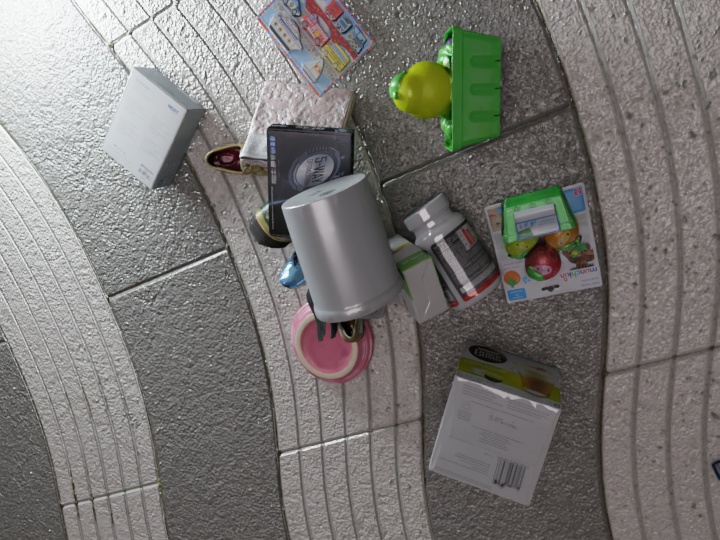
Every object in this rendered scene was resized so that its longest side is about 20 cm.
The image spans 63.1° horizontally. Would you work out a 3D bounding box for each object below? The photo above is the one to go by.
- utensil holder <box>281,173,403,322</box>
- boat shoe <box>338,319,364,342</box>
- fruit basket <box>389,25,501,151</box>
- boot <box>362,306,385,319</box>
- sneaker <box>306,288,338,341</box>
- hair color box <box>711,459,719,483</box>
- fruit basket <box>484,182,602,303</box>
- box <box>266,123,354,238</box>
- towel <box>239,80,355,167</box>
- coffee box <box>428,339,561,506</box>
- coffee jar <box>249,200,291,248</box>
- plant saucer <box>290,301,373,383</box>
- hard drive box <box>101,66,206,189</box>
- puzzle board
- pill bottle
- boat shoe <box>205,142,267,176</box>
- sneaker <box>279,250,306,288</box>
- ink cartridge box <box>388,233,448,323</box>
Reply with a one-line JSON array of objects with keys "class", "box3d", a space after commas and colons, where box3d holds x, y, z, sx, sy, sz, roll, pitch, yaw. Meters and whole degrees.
[{"class": "utensil holder", "box3d": [-0.031, -0.042, 1.006, 0.165, 0.170, 0.205, -12, 109, 20]}, {"class": "boat shoe", "box3d": [-0.028, 0.046, 1.217, 0.073, 0.068, 0.206, -13, 82, 4]}, {"class": "fruit basket", "box3d": [0.146, -0.317, 1.039, 0.208, 0.156, 0.223, 0, 105, 2]}, {"class": "boot", "box3d": [0.000, 0.000, 1.179, 0.072, 0.094, 0.206, -18, 72, 35]}, {"class": "sneaker", "box3d": [-0.082, 0.028, 1.160, 0.104, 0.059, 0.205, -49, 57, 56]}, {"class": "hair color box", "box3d": [0.768, 0.362, 1.073, 0.199, 0.060, 0.101, -40, 90, 22]}, {"class": "fruit basket", "box3d": [0.339, -0.043, 1.087, 0.180, 0.094, 0.206, -11, 104, 20]}, {"class": "box", "box3d": [-0.092, -0.160, 1.083, 0.155, 0.044, 0.206, 6, 114, 6]}, {"class": "towel", "box3d": [-0.124, -0.284, 1.151, 0.194, 0.032, 0.196, 11, 71, 13]}, {"class": "coffee box", "box3d": [0.264, 0.284, 1.142, 0.194, 0.198, 0.206, 16, 107, 14]}, {"class": "coffee jar", "box3d": [-0.139, -0.133, 1.210, 0.200, 0.104, 0.086, -44, 74, 24]}, {"class": "plant saucer", "box3d": [-0.069, 0.159, 1.296, 0.194, 0.051, 0.207, 5, 105, 17]}, {"class": "hard drive box", "box3d": [-0.453, -0.309, 1.280, 0.155, 0.077, 0.202, 37, 113, 5]}, {"class": "puzzle board", "box3d": [-0.087, -0.463, 1.130, 0.150, 0.017, 0.201, -40, 90, 7]}, {"class": "pill bottle", "box3d": [0.174, -0.037, 1.128, 0.114, 0.116, 0.203, -32, 93, 23]}, {"class": "boat shoe", "box3d": [-0.235, -0.231, 1.235, 0.194, 0.066, 0.076, -1, 105, 18]}, {"class": "sneaker", "box3d": [-0.116, -0.052, 1.222, 0.202, 0.089, 0.079, -54, 50, 17]}, {"class": "ink cartridge box", "box3d": [0.087, 0.006, 1.147, 0.066, 0.200, 0.120, -26, 115, -10]}]
